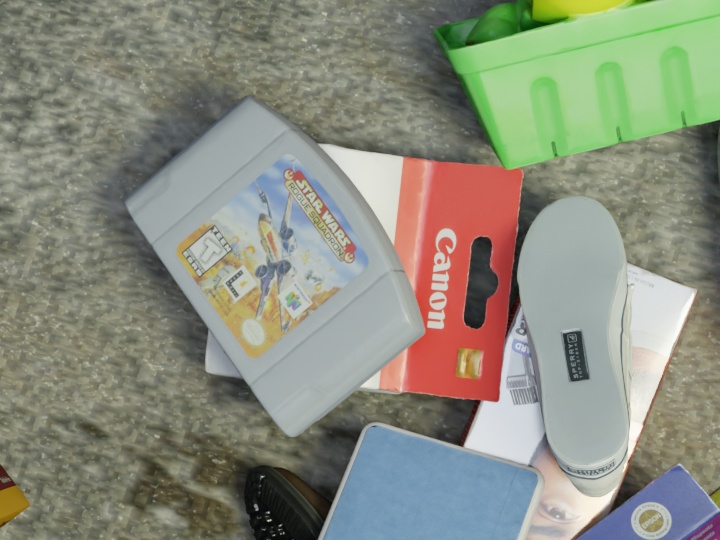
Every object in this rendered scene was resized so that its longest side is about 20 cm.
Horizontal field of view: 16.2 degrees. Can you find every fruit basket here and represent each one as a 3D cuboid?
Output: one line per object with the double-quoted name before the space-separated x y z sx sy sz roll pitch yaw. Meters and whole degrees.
"fruit basket" 0.146 -0.184 1.660 0.214 0.156 0.217 -1 102 -3

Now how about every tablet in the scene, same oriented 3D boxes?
"tablet" 0.029 0.201 1.629 0.129 0.014 0.201 15 64 16

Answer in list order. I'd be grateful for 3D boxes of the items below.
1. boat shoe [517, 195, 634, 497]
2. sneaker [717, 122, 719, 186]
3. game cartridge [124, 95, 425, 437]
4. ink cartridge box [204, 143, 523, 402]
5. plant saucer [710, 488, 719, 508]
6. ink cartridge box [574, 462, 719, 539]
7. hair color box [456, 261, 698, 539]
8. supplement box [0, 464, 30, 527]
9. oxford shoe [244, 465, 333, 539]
"boat shoe" 0.147 0.054 1.636 0.074 0.086 0.203 -9 58 5
"sneaker" 0.303 -0.018 1.693 0.113 0.075 0.201 -6 86 4
"game cartridge" -0.052 -0.009 1.664 0.133 0.041 0.200 -41 75 16
"ink cartridge box" 0.000 0.000 1.685 0.199 0.050 0.162 5 88 22
"plant saucer" 0.345 0.196 1.701 0.200 0.048 0.200 -38 88 0
"ink cartridge box" 0.199 0.260 1.663 0.196 0.043 0.200 -40 100 17
"hair color box" 0.138 0.085 1.701 0.110 0.064 0.201 21 90 1
"supplement box" -0.363 0.140 1.674 0.200 0.133 0.198 -37 88 0
"oxford shoe" 0.002 0.198 1.696 0.200 0.073 0.084 43 45 20
